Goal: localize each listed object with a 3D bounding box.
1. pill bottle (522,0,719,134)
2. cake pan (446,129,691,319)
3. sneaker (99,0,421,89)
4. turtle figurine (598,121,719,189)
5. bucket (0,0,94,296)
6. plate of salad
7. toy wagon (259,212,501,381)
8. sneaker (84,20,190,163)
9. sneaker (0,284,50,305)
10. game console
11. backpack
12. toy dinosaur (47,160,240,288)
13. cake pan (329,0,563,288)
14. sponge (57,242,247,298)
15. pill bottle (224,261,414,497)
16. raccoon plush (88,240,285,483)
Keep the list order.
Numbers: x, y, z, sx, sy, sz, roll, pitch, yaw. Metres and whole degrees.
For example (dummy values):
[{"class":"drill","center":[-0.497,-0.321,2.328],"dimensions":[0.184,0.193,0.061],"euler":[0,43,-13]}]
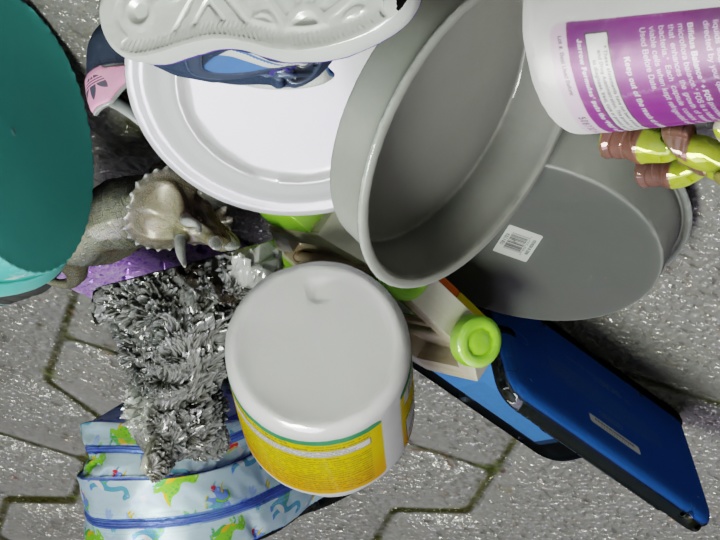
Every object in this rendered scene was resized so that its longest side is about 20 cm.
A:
[{"class":"pill bottle","center":[0.197,-0.136,1.472],"dimensions":[0.200,0.112,0.112],"euler":[-4,143,27]},{"class":"cake pan","center":[0.105,-0.032,1.722],"dimensions":[0.200,0.037,0.200],"euler":[10,148,7]},{"class":"sneaker","center":[-0.026,-0.143,1.489],"dimensions":[0.200,0.081,0.146],"euler":[-6,176,31]},{"class":"turtle figurine","center":[0.230,-0.061,1.591],"dimensions":[0.161,0.065,0.200],"euler":[10,-177,34]},{"class":"bucket","center":[-0.263,-0.071,1.675],"dimensions":[0.135,0.207,0.207],"euler":[-11,140,25]},{"class":"plate of salad","center":[-0.038,-0.122,1.615],"dimensions":[0.200,0.048,0.200],"euler":[-1,123,-2]},{"class":"toy wagon","center":[0.000,0.000,1.735],"dimensions":[0.200,0.040,0.155],"euler":[43,163,-27]},{"class":"sneaker","center":[-0.084,-0.086,1.685],"dimensions":[0.200,0.082,0.070],"euler":[28,145,-21]},{"class":"sneaker","center":[-0.305,-0.025,1.871],"dimensions":[0.200,0.076,0.079],"euler":[28,147,-21]},{"class":"game console","center":[0.120,0.105,1.874],"dimensions":[0.200,0.171,0.118],"euler":[34,116,-29]},{"class":"backpack","center":[-0.118,0.143,1.944],"dimensions":[0.163,0.200,0.154],"euler":[5,119,29]},{"class":"toy dinosaur","center":[-0.150,-0.034,1.753],"dimensions":[0.200,0.077,0.102],"euler":[-10,-179,37]},{"class":"cake pan","center":[0.053,-0.086,1.549],"dimensions":[0.037,0.200,0.200],"euler":[31,156,28]},{"class":"sponge","center":[-0.099,0.017,1.897],"dimensions":[0.200,0.030,0.112],"euler":[26,146,-18]},{"class":"pill bottle","center":[-0.022,0.076,1.721],"dimensions":[0.113,0.113,0.200],"euler":[10,162,6]},{"class":"raccoon plush","center":[-0.106,0.063,1.770],"dimensions":[0.097,0.134,0.200],"euler":[-14,179,-21]}]
